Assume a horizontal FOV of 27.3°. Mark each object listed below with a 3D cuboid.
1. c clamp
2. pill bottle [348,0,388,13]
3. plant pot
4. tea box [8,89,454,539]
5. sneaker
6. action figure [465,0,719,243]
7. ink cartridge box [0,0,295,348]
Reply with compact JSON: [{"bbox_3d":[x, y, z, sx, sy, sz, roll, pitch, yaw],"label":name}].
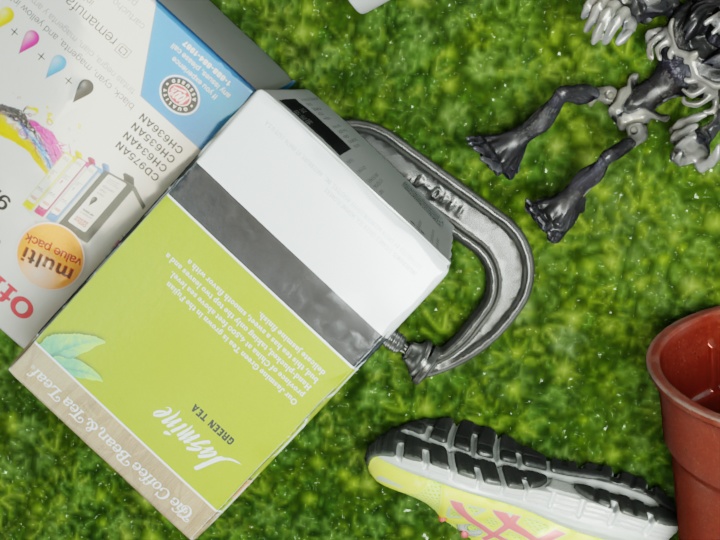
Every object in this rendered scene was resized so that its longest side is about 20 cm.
[{"bbox_3d":[0.000,0.000,0.931,0.200,0.027,0.171,30,98,0],"label":"c clamp"},{"bbox_3d":[0.067,-0.230,0.830,0.200,0.110,0.110,-27,98,10],"label":"pill bottle"},{"bbox_3d":[0.266,0.141,0.859,0.200,0.201,0.196,-1,110,5],"label":"plant pot"},{"bbox_3d":[-0.059,0.013,0.822,0.134,0.200,0.197,44,99,-1],"label":"tea box"},{"bbox_3d":[0.094,0.159,0.928,0.200,0.078,0.090,19,110,3],"label":"sneaker"},{"bbox_3d":[0.167,-0.103,0.854,0.200,0.102,0.119,-39,85,13],"label":"action figure"},{"bbox_3d":[-0.165,-0.083,0.862,0.147,0.145,0.200,42,102,-4],"label":"ink cartridge box"}]
